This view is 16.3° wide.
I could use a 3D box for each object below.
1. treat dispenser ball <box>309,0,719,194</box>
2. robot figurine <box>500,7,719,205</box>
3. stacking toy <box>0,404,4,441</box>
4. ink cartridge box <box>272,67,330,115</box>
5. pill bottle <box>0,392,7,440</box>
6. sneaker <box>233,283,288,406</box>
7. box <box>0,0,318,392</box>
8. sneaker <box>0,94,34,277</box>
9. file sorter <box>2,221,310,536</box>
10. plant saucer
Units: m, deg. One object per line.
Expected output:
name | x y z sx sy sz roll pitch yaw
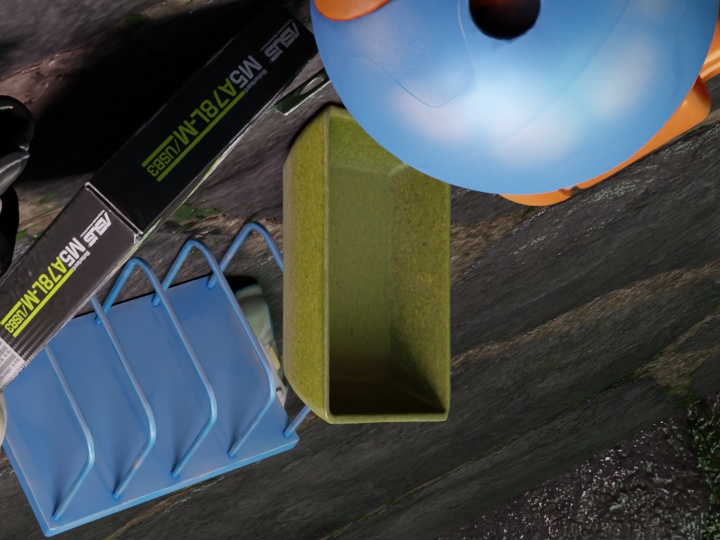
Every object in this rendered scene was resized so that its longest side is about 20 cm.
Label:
treat dispenser ball | 0.075 -0.137 1.226 0.200 0.201 0.201 -25 166 -7
robot figurine | 0.140 -0.117 1.592 0.200 0.117 0.144 -31 -151 16
stacking toy | -0.299 0.088 1.326 0.199 0.147 0.146 1 170 11
ink cartridge box | 0.050 -0.125 1.380 0.200 0.059 0.104 -37 -170 -1
pill bottle | -0.315 0.123 1.631 0.116 0.117 0.200 -15 163 -38
sneaker | -0.090 0.068 1.902 0.076 0.081 0.200 -25 165 0
box | -0.126 -0.038 1.384 0.200 0.048 0.193 -43 -177 46
sneaker | -0.197 -0.045 1.298 0.116 0.075 0.200 -47 -179 19
file sorter | -0.139 0.065 1.700 0.200 0.139 0.123 -18 160 -30
plant saucer | 0.000 0.000 1.668 0.048 0.201 0.200 -1 177 25
